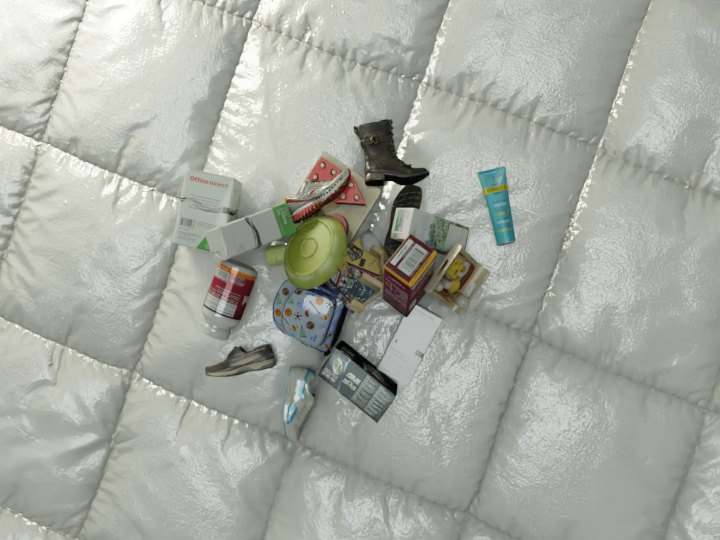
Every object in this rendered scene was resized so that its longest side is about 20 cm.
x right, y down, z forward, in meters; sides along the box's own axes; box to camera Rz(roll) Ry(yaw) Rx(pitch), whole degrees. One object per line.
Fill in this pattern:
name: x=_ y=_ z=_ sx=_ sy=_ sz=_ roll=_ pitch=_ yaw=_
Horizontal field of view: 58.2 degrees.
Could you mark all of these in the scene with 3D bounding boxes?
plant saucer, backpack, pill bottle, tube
plant saucer: x=-0.125 y=-0.054 z=1.646 sx=0.196 sy=0.031 sz=0.205 roll=-16 pitch=60 yaw=28
backpack: x=-0.139 y=0.107 z=1.710 sx=0.187 sy=0.154 sz=0.205 roll=22 pitch=95 yaw=15
pill bottle: x=-0.360 y=0.077 z=1.741 sx=0.110 sy=0.113 sz=0.205 roll=22 pitch=93 yaw=4
tube: x=-0.158 y=-0.050 z=1.744 sx=0.194 sy=0.058 sz=0.053 roll=-7 pitch=98 yaw=9
tube: x=0.368 y=-0.170 z=1.715 sx=0.075 sy=0.050 sz=0.206 roll=-11 pitch=84 yaw=-3

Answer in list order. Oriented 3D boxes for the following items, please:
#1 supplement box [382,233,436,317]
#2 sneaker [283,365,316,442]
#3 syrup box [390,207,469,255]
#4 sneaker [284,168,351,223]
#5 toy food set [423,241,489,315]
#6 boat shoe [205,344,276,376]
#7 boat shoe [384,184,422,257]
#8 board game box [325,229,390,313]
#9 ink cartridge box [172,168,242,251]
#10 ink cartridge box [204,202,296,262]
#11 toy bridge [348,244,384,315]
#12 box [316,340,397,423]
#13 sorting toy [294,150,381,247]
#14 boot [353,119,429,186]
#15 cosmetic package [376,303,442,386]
supplement box: x=0.119 y=0.016 z=1.608 sx=0.085 sy=0.201 sz=0.111 roll=35 pitch=69 yaw=16
sneaker: x=-0.163 y=0.365 z=1.745 sx=0.078 sy=0.077 sz=0.206 roll=5 pitch=93 yaw=3
syrup box: x=0.179 y=-0.097 z=1.659 sx=0.196 sy=0.081 sz=0.081 roll=15 pitch=88 yaw=-32
sneaker: x=-0.111 y=-0.206 z=1.666 sx=0.197 sy=0.078 sz=0.083 roll=-33 pitch=87 yaw=4
toy food set: x=0.252 y=0.027 z=1.660 sx=0.060 sy=0.199 sz=0.145 roll=37 pitch=93 yaw=36
boat shoe: x=-0.328 y=0.245 z=1.766 sx=0.194 sy=0.075 sz=0.075 roll=-10 pitch=80 yaw=-4
boat shoe: x=0.112 y=-0.127 z=1.721 sx=0.074 sy=0.074 sz=0.205 roll=19 pitch=81 yaw=13
board game box: x=0.000 y=0.000 z=1.690 sx=0.136 sy=0.035 sz=0.199 roll=48 pitch=54 yaw=2
ink cartridge box: x=-0.414 y=-0.159 z=1.758 sx=0.143 sy=0.083 sz=0.206 roll=12 pitch=92 yaw=5
ink cartridge box: x=-0.287 y=-0.097 z=1.672 sx=0.197 sy=0.145 sz=0.086 roll=-23 pitch=98 yaw=-28
toy bridge: x=0.028 y=0.031 z=1.650 sx=0.066 sy=0.027 sz=0.203 roll=29 pitch=55 yaw=-13
box: x=-0.004 y=0.284 z=1.687 sx=0.198 sy=0.164 sz=0.087 roll=38 pitch=94 yaw=4
sorting toy: x=-0.076 y=-0.185 z=1.737 sx=0.196 sy=0.070 sz=0.203 roll=34 pitch=93 yaw=4
boot: x=0.083 y=-0.320 z=1.724 sx=0.194 sy=0.069 sz=0.179 roll=-3 pitch=78 yaw=-10
cosmetic package: x=0.131 y=0.192 z=1.720 sx=0.100 sy=0.074 sz=0.204 roll=27 pitch=93 yaw=5
